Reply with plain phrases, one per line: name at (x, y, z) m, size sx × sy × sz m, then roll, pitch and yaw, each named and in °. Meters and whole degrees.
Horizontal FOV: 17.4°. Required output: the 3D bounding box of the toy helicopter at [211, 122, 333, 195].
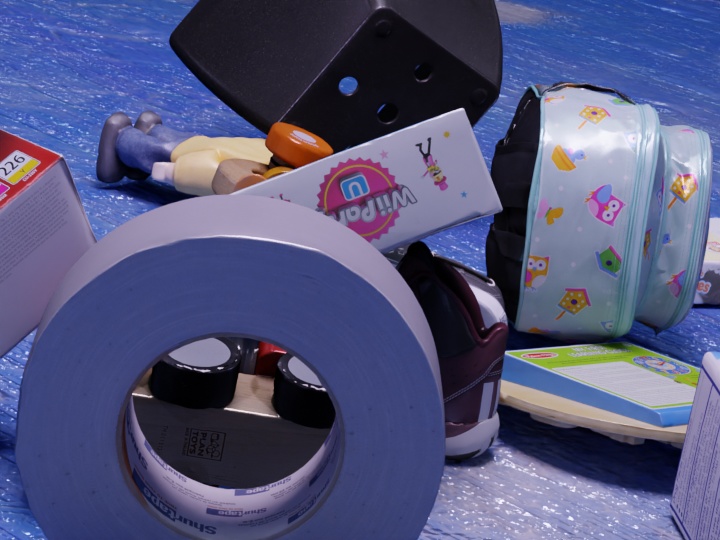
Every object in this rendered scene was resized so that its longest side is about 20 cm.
toy helicopter at (-0.012, -0.021, 1.577) m, size 0.200 × 0.079 × 0.132 m, roll 30°, pitch 14°, yaw 12°

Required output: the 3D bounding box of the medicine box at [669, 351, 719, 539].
medicine box at (0.281, 0.131, 1.259) m, size 0.182 × 0.103 × 0.200 m, roll 7°, pitch 18°, yaw -8°

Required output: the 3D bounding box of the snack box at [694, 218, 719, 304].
snack box at (0.245, -0.009, 1.810) m, size 0.199 × 0.037 × 0.116 m, roll 1°, pitch 18°, yaw -25°

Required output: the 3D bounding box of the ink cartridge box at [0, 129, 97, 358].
ink cartridge box at (-0.271, 0.003, 1.257) m, size 0.175 × 0.084 × 0.200 m, roll 22°, pitch 54°, yaw 38°

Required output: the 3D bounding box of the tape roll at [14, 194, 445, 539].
tape roll at (-0.060, 0.069, 1.108) m, size 0.200 × 0.201 × 0.066 m, roll 8°, pitch 17°, yaw -4°

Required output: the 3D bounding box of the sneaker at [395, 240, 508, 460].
sneaker at (-0.003, 0.029, 1.396) m, size 0.199 × 0.116 × 0.076 m, roll 16°, pitch 20°, yaw 8°

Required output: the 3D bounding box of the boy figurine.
boy figurine at (-0.098, -0.071, 1.783) m, size 0.200 × 0.065 × 0.124 m, roll 20°, pitch 15°, yaw 27°

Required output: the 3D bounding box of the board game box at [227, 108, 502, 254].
board game box at (-0.012, -0.034, 1.359) m, size 0.147 × 0.064 × 0.200 m, roll -20°, pitch 3°, yaw -8°

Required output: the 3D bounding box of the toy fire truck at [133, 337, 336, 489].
toy fire truck at (-0.087, 0.062, 1.296) m, size 0.175 × 0.129 × 0.200 m, roll 8°, pitch 27°, yaw -4°

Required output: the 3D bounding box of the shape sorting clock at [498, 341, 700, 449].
shape sorting clock at (0.169, 0.082, 1.465) m, size 0.199 × 0.039 × 0.200 m, roll 10°, pitch 12°, yaw -2°

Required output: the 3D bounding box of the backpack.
backpack at (0.157, -0.035, 1.580) m, size 0.153 × 0.176 × 0.200 m, roll 10°, pitch 4°, yaw 7°

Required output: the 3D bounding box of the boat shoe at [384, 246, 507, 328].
boat shoe at (0.000, 0.000, 1.501) m, size 0.199 × 0.070 × 0.066 m, roll 16°, pitch 27°, yaw 2°

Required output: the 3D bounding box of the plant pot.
plant pot at (-0.003, -0.164, 1.858) m, size 0.199 × 0.200 × 0.178 m, roll 33°, pitch 18°, yaw -31°
